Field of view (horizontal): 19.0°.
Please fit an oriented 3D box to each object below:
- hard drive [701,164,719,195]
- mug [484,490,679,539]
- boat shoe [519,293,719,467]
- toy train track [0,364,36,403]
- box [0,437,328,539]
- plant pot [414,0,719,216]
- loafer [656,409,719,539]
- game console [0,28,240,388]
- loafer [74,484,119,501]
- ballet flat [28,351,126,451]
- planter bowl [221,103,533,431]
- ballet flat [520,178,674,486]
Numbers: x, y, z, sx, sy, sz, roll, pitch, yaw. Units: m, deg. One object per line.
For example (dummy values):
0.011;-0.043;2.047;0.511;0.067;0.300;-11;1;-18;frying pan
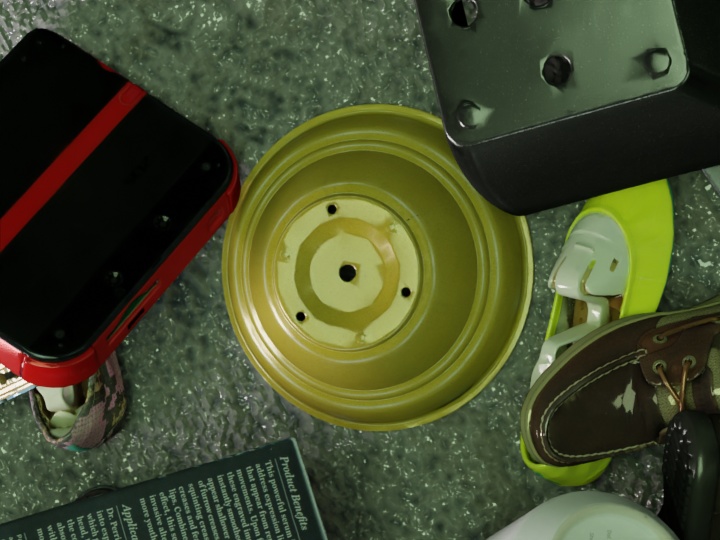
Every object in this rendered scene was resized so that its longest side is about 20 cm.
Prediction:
0.229;-0.139;1.254;0.134;0.042;0.201;-31;84;13;hard drive
0.126;0.208;1.172;0.149;0.153;0.187;-36;77;-31;mug
0.187;0.060;1.221;0.198;0.072;0.073;-19;104;-13;boat shoe
-0.251;0.081;1.339;0.199;0.032;0.116;-24;91;37;toy train track
-0.123;0.185;1.253;0.198;0.148;0.108;-15;79;-14;box
0.123;-0.146;1.171;0.198;0.177;0.201;-14;88;21;plant pot
0.205;0.156;1.214;0.071;0.201;0.073;-5;49;-3;loafer
-0.188;-0.040;1.310;0.176;0.031;0.200;32;61;13;game console
-0.129;0.227;1.341;0.071;0.063;0.201;-29;86;13;loafer
-0.193;0.015;1.344;0.068;0.071;0.202;-11;89;13;ballet flat
0.000;0.000;1.293;0.198;0.083;0.203;1;92;14;planter bowl
0.135;0.030;1.264;0.067;0.067;0.202;19;99;44;ballet flat
